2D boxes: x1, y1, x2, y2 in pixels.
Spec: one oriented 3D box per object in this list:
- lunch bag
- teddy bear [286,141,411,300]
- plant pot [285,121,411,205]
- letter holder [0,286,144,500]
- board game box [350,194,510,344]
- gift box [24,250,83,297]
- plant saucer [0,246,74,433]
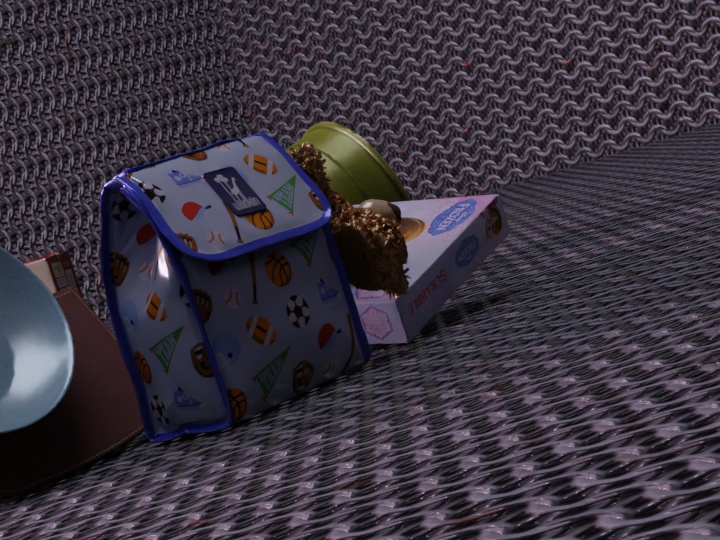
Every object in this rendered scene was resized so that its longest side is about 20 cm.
[{"bbox_3d":[-0.100,0.006,1.489,0.123,0.202,0.169,-15,4,43],"label":"lunch bag"},{"bbox_3d":[-0.036,-0.043,1.595,0.067,0.146,0.199,-38,24,-31],"label":"teddy bear"},{"bbox_3d":[-0.069,-0.019,2.034,0.192,0.202,0.200,-33,10,-26],"label":"plant pot"},{"bbox_3d":[-0.263,0.122,1.520,0.199,0.142,0.101,-28,-22,-50],"label":"letter holder"},{"bbox_3d":[0.000,0.000,1.706,0.198,0.042,0.200,-3,26,33],"label":"board game box"},{"bbox_3d":[-0.405,0.071,2.218,0.185,0.202,0.185,-20,-2,1],"label":"gift box"},{"bbox_3d":[-0.309,0.049,1.448,0.200,0.201,0.039,-22,-24,-48],"label":"plant saucer"}]
